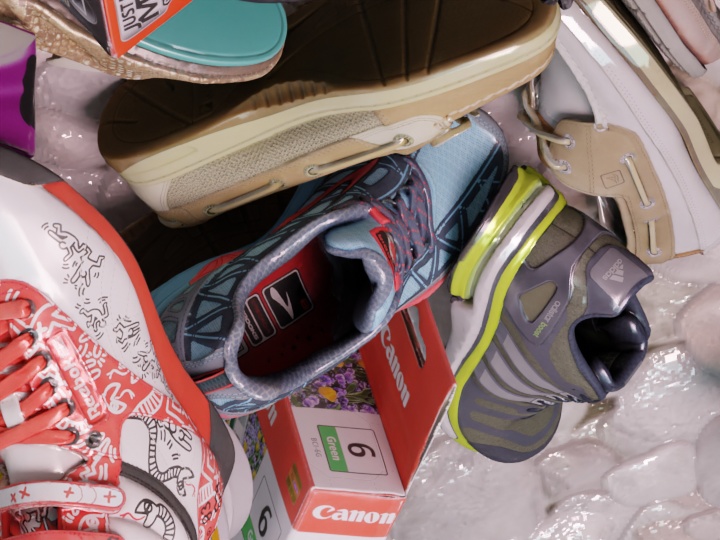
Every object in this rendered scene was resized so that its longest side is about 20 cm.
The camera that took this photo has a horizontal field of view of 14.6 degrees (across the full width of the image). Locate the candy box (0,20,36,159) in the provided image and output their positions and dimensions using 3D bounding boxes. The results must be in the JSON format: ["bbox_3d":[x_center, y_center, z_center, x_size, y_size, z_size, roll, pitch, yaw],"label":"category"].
[{"bbox_3d":[-0.231,-0.041,1.074,0.136,0.061,0.200,19,142,-32],"label":"candy box"}]

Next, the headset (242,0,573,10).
[{"bbox_3d":[-0.014,-0.148,1.047,0.200,0.094,0.124,17,118,-19],"label":"headset"}]

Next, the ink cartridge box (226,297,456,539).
[{"bbox_3d":[-0.024,0.084,1.265,0.050,0.109,0.200,6,130,-23],"label":"ink cartridge box"}]

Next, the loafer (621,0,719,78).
[{"bbox_3d":[0.106,-0.154,1.110,0.063,0.072,0.200,-37,130,9],"label":"loafer"}]

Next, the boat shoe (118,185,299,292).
[{"bbox_3d":[-0.087,0.011,1.215,0.200,0.071,0.065,-14,171,-14],"label":"boat shoe"}]

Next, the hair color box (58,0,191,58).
[{"bbox_3d":[-0.042,-0.175,0.955,0.200,0.102,0.061,-41,162,-16],"label":"hair color box"}]

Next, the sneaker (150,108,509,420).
[{"bbox_3d":[0.000,0.000,1.153,0.200,0.095,0.079,-41,108,-24],"label":"sneaker"}]

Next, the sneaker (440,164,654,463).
[{"bbox_3d":[0.083,0.037,1.243,0.074,0.081,0.200,-50,161,-22],"label":"sneaker"}]

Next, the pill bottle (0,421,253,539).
[{"bbox_3d":[-0.128,0.122,1.154,0.200,0.109,0.109,-36,159,-52],"label":"pill bottle"}]

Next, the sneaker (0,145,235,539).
[{"bbox_3d":[-0.114,0.053,1.037,0.067,0.108,0.202,-10,131,26],"label":"sneaker"}]

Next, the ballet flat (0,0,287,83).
[{"bbox_3d":[-0.125,-0.113,1.088,0.200,0.071,0.065,19,151,-29],"label":"ballet flat"}]

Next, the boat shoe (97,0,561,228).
[{"bbox_3d":[-0.007,-0.068,1.135,0.200,0.073,0.063,-19,134,18],"label":"boat shoe"}]

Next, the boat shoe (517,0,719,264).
[{"bbox_3d":[0.105,-0.064,1.188,0.068,0.075,0.200,-33,133,10],"label":"boat shoe"}]
